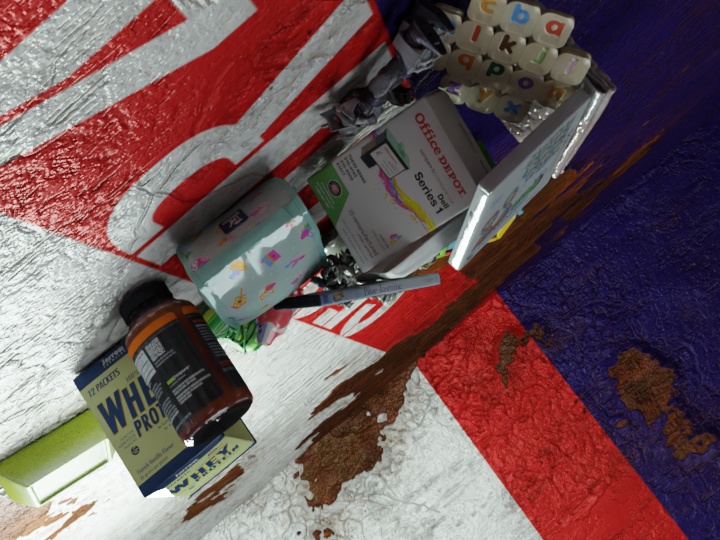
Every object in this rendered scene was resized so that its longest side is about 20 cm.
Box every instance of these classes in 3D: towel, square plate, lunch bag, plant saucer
[{"bbox_3d":[0.225,-0.244,1.122,0.032,0.201,0.192,-31,164,-23],"label":"towel"},{"bbox_3d":[0.091,-0.042,1.183,0.199,0.029,0.198,-37,-173,-13],"label":"square plate"},{"bbox_3d":[-0.135,-0.022,1.081,0.169,0.123,0.200,-35,171,-7],"label":"lunch bag"},{"bbox_3d":[-0.474,0.306,1.381,0.198,0.048,0.201,-32,163,-25],"label":"plant saucer"}]

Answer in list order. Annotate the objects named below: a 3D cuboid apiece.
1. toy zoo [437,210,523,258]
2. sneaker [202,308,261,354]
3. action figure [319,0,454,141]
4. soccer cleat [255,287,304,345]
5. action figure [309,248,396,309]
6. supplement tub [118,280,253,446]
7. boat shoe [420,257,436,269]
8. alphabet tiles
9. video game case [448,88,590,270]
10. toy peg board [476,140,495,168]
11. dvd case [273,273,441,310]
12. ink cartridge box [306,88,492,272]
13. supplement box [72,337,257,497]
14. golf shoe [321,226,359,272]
[{"bbox_3d":[0.203,-0.080,1.527,0.196,0.021,0.132,-17,154,-18],"label":"toy zoo"},{"bbox_3d":[-0.187,0.087,1.346,0.074,0.084,0.199,-44,164,25],"label":"sneaker"},{"bbox_3d":[0.027,-0.213,0.996,0.200,0.069,0.130,-46,-178,42],"label":"action figure"},{"bbox_3d":[-0.131,0.063,1.352,0.200,0.066,0.078,-82,-166,-83],"label":"soccer cleat"},{"bbox_3d":[0.000,0.000,1.325,0.117,0.103,0.201,13,123,-40],"label":"action figure"},{"bbox_3d":[-0.228,0.113,1.094,0.106,0.201,0.107,-33,165,-10],"label":"supplement tub"},{"bbox_3d":[0.090,-0.038,1.396,0.200,0.069,0.074,-47,150,14],"label":"boat shoe"},{"bbox_3d":[0.168,-0.253,1.027,0.196,0.196,0.015,108,0,-63],"label":"alphabet tiles"},{"bbox_3d":[0.193,-0.108,1.062,0.200,0.024,0.183,-42,164,-24],"label":"video game case"},{"bbox_3d":[0.139,-0.134,1.503,0.196,0.099,0.201,-9,150,-32],"label":"toy peg board"},{"bbox_3d":[-0.006,0.029,1.186,0.197,0.018,0.142,-10,-179,-30],"label":"dvd case"},{"bbox_3d":[0.054,-0.114,1.103,0.198,0.146,0.084,-31,-177,27],"label":"ink cartridge box"},{"bbox_3d":[-0.278,0.208,1.255,0.133,0.201,0.200,-38,164,-2],"label":"supplement box"},{"bbox_3d":[-0.017,-0.022,1.425,0.077,0.089,0.200,-37,163,5],"label":"golf shoe"}]
